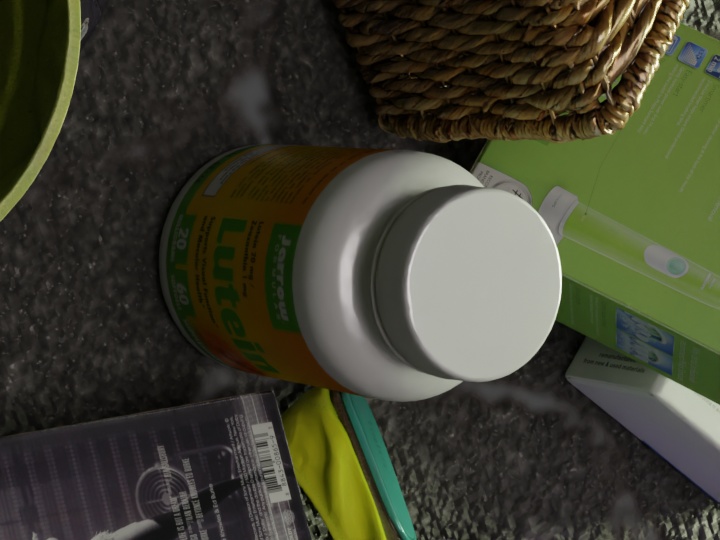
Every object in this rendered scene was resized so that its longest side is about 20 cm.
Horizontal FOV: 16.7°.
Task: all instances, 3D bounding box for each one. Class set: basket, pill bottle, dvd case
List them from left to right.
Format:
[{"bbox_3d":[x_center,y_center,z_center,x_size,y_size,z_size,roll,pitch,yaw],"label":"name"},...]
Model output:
[{"bbox_3d":[-0.110,0.140,1.086,0.199,0.016,0.149,-9,77,-30],"label":"dvd case"},{"bbox_3d":[0.000,0.000,1.115,0.111,0.200,0.112,-3,95,-32],"label":"pill bottle"},{"bbox_3d":[0.083,-0.155,1.157,0.142,0.200,0.150,-31,107,-28],"label":"basket"}]

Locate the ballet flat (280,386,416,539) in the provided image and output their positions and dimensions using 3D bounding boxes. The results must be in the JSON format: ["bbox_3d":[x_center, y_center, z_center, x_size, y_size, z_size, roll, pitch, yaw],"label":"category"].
[{"bbox_3d":[0.006,0.147,1.165,0.067,0.201,0.067,-29,154,6],"label":"ballet flat"}]

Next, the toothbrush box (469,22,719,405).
[{"bbox_3d":[0.164,-0.030,1.221,0.146,0.199,0.086,-60,164,-14],"label":"toothbrush box"}]

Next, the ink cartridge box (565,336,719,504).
[{"bbox_3d":[0.224,0.014,1.326,0.144,0.084,0.201,38,75,-29],"label":"ink cartridge box"}]

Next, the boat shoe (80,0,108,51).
[{"bbox_3d":[-0.144,-0.111,1.097,0.072,0.063,0.201,31,77,-30],"label":"boat shoe"}]

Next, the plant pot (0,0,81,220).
[{"bbox_3d":[-0.240,-0.099,0.961,0.199,0.193,0.202,-3,96,-32],"label":"plant pot"}]
